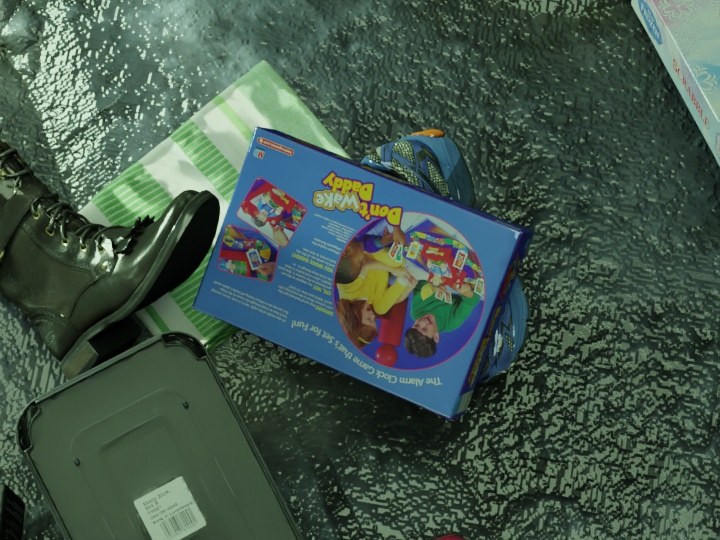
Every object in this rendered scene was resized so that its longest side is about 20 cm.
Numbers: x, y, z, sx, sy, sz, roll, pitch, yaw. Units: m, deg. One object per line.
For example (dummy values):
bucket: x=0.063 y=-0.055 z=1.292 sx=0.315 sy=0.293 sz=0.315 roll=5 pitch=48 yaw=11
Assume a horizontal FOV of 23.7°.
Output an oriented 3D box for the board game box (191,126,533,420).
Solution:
board game box: x=0.000 y=0.000 z=1.170 sx=0.199 sy=0.045 sz=0.135 roll=23 pitch=97 yaw=15

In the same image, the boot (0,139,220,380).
boot: x=-0.207 y=-0.031 z=1.186 sx=0.174 sy=0.069 sz=0.200 roll=46 pitch=117 yaw=8

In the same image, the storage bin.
storage bin: x=-0.129 y=0.154 z=1.138 sx=0.135 sy=0.094 sz=0.201 roll=-27 pitch=89 yaw=-10

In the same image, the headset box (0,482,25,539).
headset box: x=-0.322 y=0.239 z=1.126 sx=0.173 sy=0.093 sz=0.201 roll=5 pitch=74 yaw=-1

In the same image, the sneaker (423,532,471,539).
sneaker: x=0.004 y=0.251 z=1.147 sx=0.081 sy=0.075 sz=0.200 roll=38 pitch=76 yaw=9

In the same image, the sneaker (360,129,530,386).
sneaker: x=0.052 y=-0.006 z=1.216 sx=0.078 sy=0.075 sz=0.201 roll=-6 pitch=62 yaw=-38

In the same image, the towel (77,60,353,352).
towel: x=-0.098 y=-0.042 z=1.257 sx=0.200 sy=0.023 sz=0.153 roll=-40 pitch=78 yaw=-13

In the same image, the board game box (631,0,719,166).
board game box: x=0.329 y=-0.168 z=1.269 sx=0.199 sy=0.041 sz=0.200 roll=-16 pitch=55 yaw=-6
